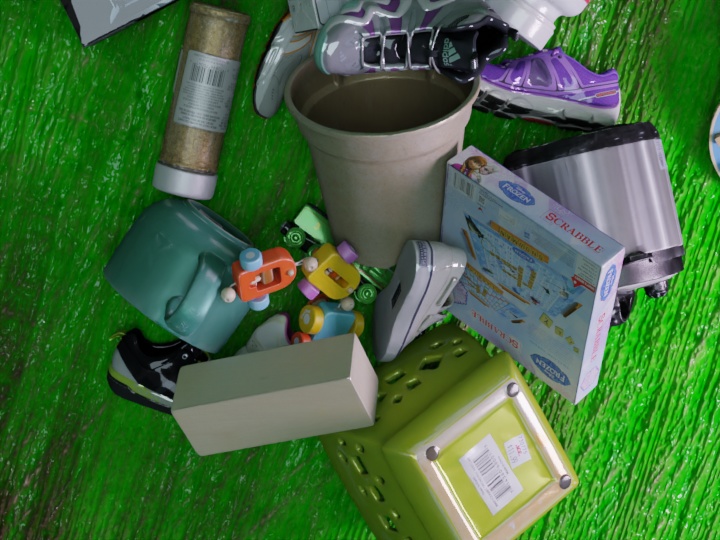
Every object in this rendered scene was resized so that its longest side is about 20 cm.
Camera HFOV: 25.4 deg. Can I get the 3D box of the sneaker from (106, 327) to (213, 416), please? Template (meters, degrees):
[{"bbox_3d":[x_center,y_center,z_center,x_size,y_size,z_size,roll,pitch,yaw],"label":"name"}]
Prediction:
[{"bbox_3d":[-0.182,0.116,1.736,0.198,0.072,0.084,17,105,-4],"label":"sneaker"}]

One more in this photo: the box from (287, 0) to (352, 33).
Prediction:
[{"bbox_3d":[0.018,-0.321,1.637,0.198,0.060,0.118,-16,100,-25],"label":"box"}]

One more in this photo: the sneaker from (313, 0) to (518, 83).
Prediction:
[{"bbox_3d":[0.064,-0.221,1.565,0.198,0.140,0.078,-23,129,-21],"label":"sneaker"}]

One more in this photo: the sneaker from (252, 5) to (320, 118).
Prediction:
[{"bbox_3d":[-0.046,-0.244,1.683,0.091,0.076,0.202,25,99,-10],"label":"sneaker"}]

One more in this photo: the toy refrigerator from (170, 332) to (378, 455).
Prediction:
[{"bbox_3d":[-0.087,0.126,1.640,0.198,0.070,0.076,-12,132,17],"label":"toy refrigerator"}]

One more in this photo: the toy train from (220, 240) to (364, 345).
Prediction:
[{"bbox_3d":[-0.071,0.029,1.657,0.149,0.056,0.201,-24,137,-12],"label":"toy train"}]

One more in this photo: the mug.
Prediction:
[{"bbox_3d":[-0.169,0.004,1.668,0.115,0.185,0.152,-55,140,5],"label":"mug"}]

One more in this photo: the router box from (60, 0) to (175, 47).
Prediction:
[{"bbox_3d":[-0.236,-0.349,1.667,0.198,0.052,0.159,-26,99,3],"label":"router box"}]

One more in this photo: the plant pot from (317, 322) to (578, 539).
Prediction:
[{"bbox_3d":[0.099,0.194,1.672,0.198,0.181,0.201,-35,107,-18],"label":"plant pot"}]

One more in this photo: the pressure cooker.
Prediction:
[{"bbox_3d":[0.246,-0.042,1.660,0.174,0.178,0.203,-14,91,-31],"label":"pressure cooker"}]

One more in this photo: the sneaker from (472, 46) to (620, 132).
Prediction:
[{"bbox_3d":[0.182,-0.204,1.706,0.197,0.081,0.085,11,83,-11],"label":"sneaker"}]

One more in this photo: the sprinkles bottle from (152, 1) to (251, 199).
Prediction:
[{"bbox_3d":[-0.168,-0.179,1.691,0.067,0.068,0.203,13,99,-4],"label":"sprinkles bottle"}]

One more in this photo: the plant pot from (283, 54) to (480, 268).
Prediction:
[{"bbox_3d":[0.028,-0.114,1.646,0.198,0.201,0.185,-6,126,-1],"label":"plant pot"}]

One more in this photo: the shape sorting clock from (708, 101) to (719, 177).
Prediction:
[{"bbox_3d":[0.470,-0.140,1.689,0.197,0.039,0.202,3,127,4],"label":"shape sorting clock"}]

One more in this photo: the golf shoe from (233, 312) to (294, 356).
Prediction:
[{"bbox_3d":[-0.040,0.124,1.746,0.199,0.075,0.092,34,94,-8],"label":"golf shoe"}]

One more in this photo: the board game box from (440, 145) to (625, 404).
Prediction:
[{"bbox_3d":[0.163,0.005,1.597,0.041,0.201,0.199,-34,57,-31],"label":"board game box"}]

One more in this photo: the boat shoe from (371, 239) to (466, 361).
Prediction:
[{"bbox_3d":[0.062,0.034,1.655,0.069,0.201,0.072,2,55,-15],"label":"boat shoe"}]

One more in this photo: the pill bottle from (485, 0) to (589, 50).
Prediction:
[{"bbox_3d":[0.209,-0.335,1.654,0.110,0.111,0.201,33,98,-7],"label":"pill bottle"}]

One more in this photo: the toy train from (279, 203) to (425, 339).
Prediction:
[{"bbox_3d":[0.000,0.000,1.743,0.199,0.042,0.057,38,86,-8],"label":"toy train"}]
